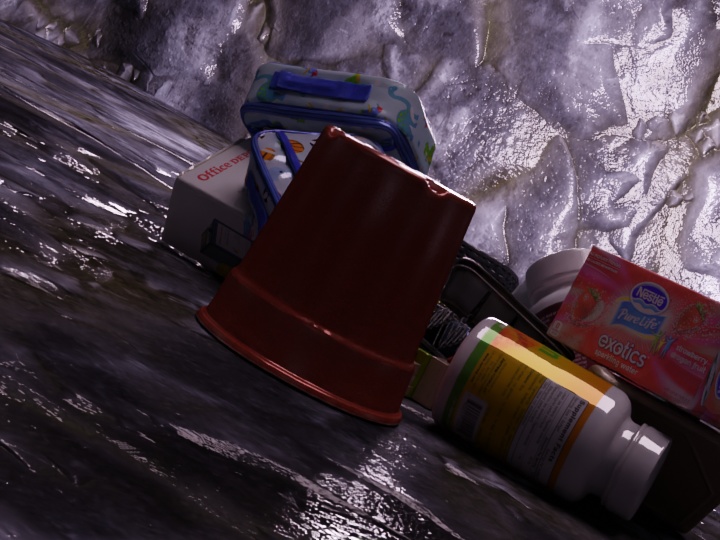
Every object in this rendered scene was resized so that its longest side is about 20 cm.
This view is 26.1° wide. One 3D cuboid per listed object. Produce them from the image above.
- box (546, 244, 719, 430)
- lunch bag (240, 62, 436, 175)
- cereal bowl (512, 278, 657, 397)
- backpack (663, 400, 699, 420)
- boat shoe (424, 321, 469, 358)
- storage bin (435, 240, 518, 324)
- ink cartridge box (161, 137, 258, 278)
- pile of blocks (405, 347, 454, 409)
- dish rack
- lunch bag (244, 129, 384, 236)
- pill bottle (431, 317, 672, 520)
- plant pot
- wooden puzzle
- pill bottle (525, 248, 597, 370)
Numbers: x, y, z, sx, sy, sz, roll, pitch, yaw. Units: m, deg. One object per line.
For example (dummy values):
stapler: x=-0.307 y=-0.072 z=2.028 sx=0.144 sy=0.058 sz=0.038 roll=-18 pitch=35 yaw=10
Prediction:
box: x=0.283 y=0.063 z=1.439 sx=0.094 sy=0.103 sz=0.199 roll=27 pitch=2 yaw=-38
lunch bag: x=-0.025 y=-0.154 z=1.701 sx=0.198 sy=0.083 sz=0.161 roll=10 pitch=-26 yaw=20
cereal bowl: x=0.252 y=0.093 z=1.739 sx=0.199 sy=0.202 sz=0.083 roll=30 pitch=-1 yaw=25
backpack: x=0.311 y=0.128 z=1.855 sx=0.152 sy=0.177 sz=0.200 roll=24 pitch=11 yaw=-29
boat shoe: x=0.109 y=0.098 z=1.721 sx=0.068 sy=0.085 sz=0.199 roll=25 pitch=-10 yaw=-30
storage bin: x=0.114 y=0.035 z=1.891 sx=0.134 sy=0.094 sz=0.200 roll=30 pitch=-11 yaw=13
ink cartridge box: x=-0.086 y=-0.044 z=1.632 sx=0.199 sy=0.088 sz=0.145 roll=31 pitch=34 yaw=16
pile of blocks: x=0.074 y=0.099 z=1.519 sx=0.199 sy=0.063 sz=0.082 roll=25 pitch=6 yaw=-37
dish rack: x=0.110 y=0.071 z=1.584 sx=0.153 sy=0.055 sz=0.200 roll=43 pitch=-22 yaw=-9
lunch bag: x=-0.033 y=-0.064 z=1.540 sx=0.158 sy=0.076 sz=0.201 roll=3 pitch=35 yaw=-22
pill bottle: x=0.173 y=0.136 z=1.391 sx=0.199 sy=0.112 sz=0.111 roll=30 pitch=5 yaw=17
plant pot: x=-0.009 y=-0.004 z=1.322 sx=0.199 sy=0.197 sz=0.201 roll=27 pitch=5 yaw=-2
wooden puzzle: x=0.273 y=0.170 z=1.496 sx=0.184 sy=0.037 sz=0.200 roll=29 pitch=-31 yaw=0
pill bottle: x=0.236 y=0.087 z=1.633 sx=0.114 sy=0.113 sz=0.202 roll=23 pitch=51 yaw=-47
